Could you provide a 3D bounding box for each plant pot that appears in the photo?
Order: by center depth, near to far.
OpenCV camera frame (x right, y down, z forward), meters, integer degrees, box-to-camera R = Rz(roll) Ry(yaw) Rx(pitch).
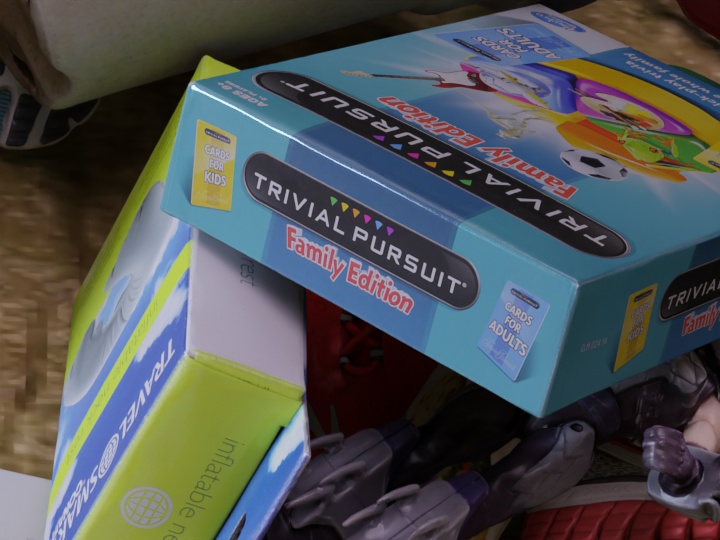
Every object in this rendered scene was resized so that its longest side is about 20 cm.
[{"bbox_3d":[-0.056,-0.153,1.006,0.183,0.201,0.201,-24,64,-15],"label":"plant pot"}]

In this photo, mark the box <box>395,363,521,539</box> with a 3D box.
[{"bbox_3d":[0.001,0.116,0.959,0.039,0.041,0.200,49,63,-27],"label":"box"}]

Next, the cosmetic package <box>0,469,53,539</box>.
[{"bbox_3d":[-0.195,0.099,0.950,0.199,0.051,0.083,13,51,-3],"label":"cosmetic package"}]

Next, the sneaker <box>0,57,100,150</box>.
[{"bbox_3d":[-0.127,-0.140,1.109,0.077,0.080,0.201,10,73,-22],"label":"sneaker"}]

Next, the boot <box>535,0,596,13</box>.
[{"bbox_3d":[0.060,-0.208,1.104,0.077,0.139,0.200,-17,34,4],"label":"boot"}]

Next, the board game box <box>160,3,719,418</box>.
[{"bbox_3d":[0.058,-0.027,0.911,0.151,0.047,0.200,28,26,29],"label":"board game box"}]

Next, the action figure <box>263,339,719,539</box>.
[{"bbox_3d":[0.060,0.050,0.926,0.200,0.070,0.130,-30,48,-22],"label":"action figure"}]

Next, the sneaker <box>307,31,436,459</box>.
[{"bbox_3d":[0.000,0.000,1.028,0.077,0.085,0.201,10,63,-4],"label":"sneaker"}]

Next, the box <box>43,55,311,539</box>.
[{"bbox_3d":[-0.060,0.033,0.926,0.048,0.122,0.200,22,31,-15],"label":"box"}]

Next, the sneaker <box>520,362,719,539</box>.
[{"bbox_3d":[0.150,0.061,0.981,0.199,0.078,0.082,-5,65,18],"label":"sneaker"}]

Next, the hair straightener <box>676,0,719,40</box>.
[{"bbox_3d":[0.141,-0.141,1.187,0.200,0.041,0.077,31,51,16],"label":"hair straightener"}]

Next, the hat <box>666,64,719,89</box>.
[{"bbox_3d":[0.125,-0.049,1.031,0.165,0.176,0.200,-16,61,-20],"label":"hat"}]
